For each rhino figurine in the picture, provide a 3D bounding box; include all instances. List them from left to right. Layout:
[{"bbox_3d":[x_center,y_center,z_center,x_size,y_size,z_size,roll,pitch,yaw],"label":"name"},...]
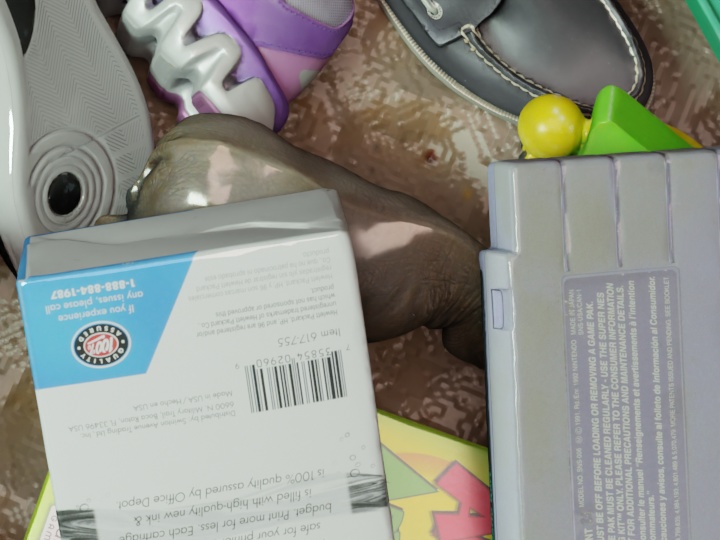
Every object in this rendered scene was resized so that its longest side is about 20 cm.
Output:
[{"bbox_3d":[0.000,0.000,1.016,0.199,0.088,0.060,21,53,-14],"label":"rhino figurine"}]

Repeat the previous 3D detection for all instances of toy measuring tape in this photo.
[{"bbox_3d":[0.133,0.002,1.052,0.200,0.074,0.074,37,82,-16],"label":"toy measuring tape"}]

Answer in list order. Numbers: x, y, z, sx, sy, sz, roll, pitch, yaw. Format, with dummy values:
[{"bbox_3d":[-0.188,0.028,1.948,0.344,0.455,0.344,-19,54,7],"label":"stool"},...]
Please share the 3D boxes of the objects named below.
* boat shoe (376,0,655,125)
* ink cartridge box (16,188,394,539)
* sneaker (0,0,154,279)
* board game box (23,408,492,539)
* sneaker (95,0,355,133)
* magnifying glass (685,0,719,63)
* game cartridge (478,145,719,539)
[{"bbox_3d":[0.036,-0.126,1.053,0.200,0.063,0.073,43,83,2],"label":"boat shoe"},{"bbox_3d":[-0.048,0.083,0.956,0.115,0.068,0.201,-8,105,-3],"label":"ink cartridge box"},{"bbox_3d":[-0.148,-0.082,1.040,0.073,0.111,0.201,-31,120,-37],"label":"sneaker"},{"bbox_3d":[-0.020,0.098,1.031,0.199,0.048,0.102,20,82,-1],"label":"board game box"},{"bbox_3d":[-0.076,-0.140,1.046,0.088,0.080,0.200,-39,92,-13],"label":"sneaker"},{"bbox_3d":[0.134,-0.107,0.989,0.080,0.022,0.200,-43,57,-17],"label":"magnifying glass"},{"bbox_3d":[0.108,0.056,0.990,0.129,0.038,0.202,-4,94,-15],"label":"game cartridge"}]
